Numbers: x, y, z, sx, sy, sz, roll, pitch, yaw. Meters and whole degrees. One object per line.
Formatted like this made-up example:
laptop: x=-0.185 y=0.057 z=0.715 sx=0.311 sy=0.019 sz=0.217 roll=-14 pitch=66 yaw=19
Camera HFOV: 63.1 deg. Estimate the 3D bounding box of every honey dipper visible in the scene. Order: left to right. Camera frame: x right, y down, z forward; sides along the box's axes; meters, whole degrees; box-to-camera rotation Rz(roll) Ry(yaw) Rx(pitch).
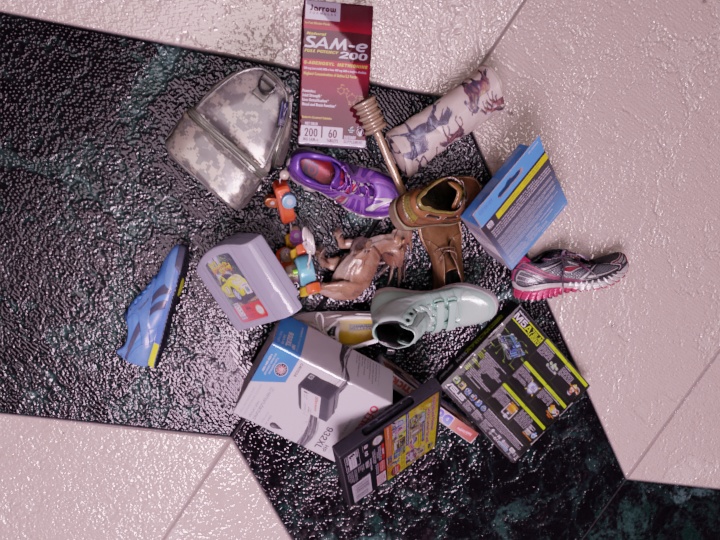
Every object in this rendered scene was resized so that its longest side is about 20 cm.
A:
honey dipper: x=0.044 y=-0.159 z=0.883 sx=0.037 sy=0.038 sz=0.203 roll=-25 pitch=109 yaw=-2

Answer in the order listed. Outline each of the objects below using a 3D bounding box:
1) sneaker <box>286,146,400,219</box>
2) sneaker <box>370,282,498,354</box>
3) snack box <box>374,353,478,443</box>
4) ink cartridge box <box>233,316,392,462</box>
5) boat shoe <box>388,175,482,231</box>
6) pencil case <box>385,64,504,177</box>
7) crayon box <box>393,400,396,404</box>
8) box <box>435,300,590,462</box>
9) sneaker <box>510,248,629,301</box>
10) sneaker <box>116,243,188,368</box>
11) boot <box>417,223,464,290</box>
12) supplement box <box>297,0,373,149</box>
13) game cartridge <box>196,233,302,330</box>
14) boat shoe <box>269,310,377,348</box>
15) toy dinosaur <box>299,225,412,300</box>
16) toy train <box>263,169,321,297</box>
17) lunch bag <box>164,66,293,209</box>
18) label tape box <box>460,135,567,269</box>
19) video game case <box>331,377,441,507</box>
sneaker: x=-0.021 y=-0.130 z=0.904 sx=0.195 sy=0.083 sz=0.083 roll=15 pitch=98 yaw=-11
sneaker: x=0.110 y=0.078 z=0.872 sx=0.195 sy=0.119 sz=0.075 roll=-2 pitch=117 yaw=8
snack box: x=0.107 y=0.213 z=0.979 sx=0.198 sy=0.072 sz=0.025 roll=37 pitch=93 yaw=-11
ink cartridge box: x=-0.067 y=0.181 z=0.876 sx=0.197 sy=0.084 sz=0.147 roll=28 pitch=114 yaw=-10
boat shoe: x=0.133 y=-0.105 z=0.886 sx=0.198 sy=0.067 sz=0.073 roll=-25 pitch=91 yaw=-40
pencil case: x=0.128 y=-0.228 z=0.906 sx=0.198 sy=0.089 sz=0.079 roll=-35 pitch=92 yaw=2
crayon box: x=-0.018 y=0.242 z=0.980 sx=0.199 sy=0.052 sz=0.126 roll=39 pitch=93 yaw=-10
box: x=0.261 y=0.192 z=1.008 sx=0.193 sy=0.048 sz=0.200 roll=-45 pitch=100 yaw=-1
sneaker: x=0.347 y=-0.003 z=0.970 sx=0.195 sy=0.081 sz=0.077 roll=-11 pitch=98 yaw=-4
sneaker: x=-0.324 y=0.050 z=0.908 sx=0.077 sy=0.066 sz=0.204 roll=19 pitch=96 yaw=-5
boot: x=0.138 y=-0.034 z=0.944 sx=0.072 sy=0.075 sz=0.205 roll=-13 pitch=99 yaw=-3
supplement box: x=-0.040 y=-0.291 z=0.889 sx=0.106 sy=0.061 sz=0.206 roll=1 pitch=98 yaw=-8
game cartridge: x=-0.172 y=0.017 z=0.862 sx=0.041 sy=0.198 sz=0.135 roll=-35 pitch=100 yaw=-35
boat shoe: x=-0.048 y=0.103 z=0.931 sx=0.196 sy=0.086 sz=0.077 roll=-3 pitch=88 yaw=-7
toy dinosaur: x=0.000 y=0.000 z=0.935 sx=0.199 sy=0.087 sz=0.135 roll=-40 pitch=137 yaw=17
toy train: x=-0.108 y=-0.048 z=0.867 sx=0.054 sy=0.201 sz=0.153 roll=-14 pitch=125 yaw=-10
lunch bag: x=-0.164 y=-0.193 z=0.820 sx=0.138 sy=0.200 sz=0.169 roll=37 pitch=95 yaw=-11
label tape box: x=0.227 y=-0.108 z=0.891 sx=0.145 sy=0.063 sz=0.200 roll=-50 pitch=142 yaw=2
video game case: x=0.045 y=0.266 z=0.893 sx=0.178 sy=0.026 sz=0.202 roll=-29 pitch=144 yaw=-18
